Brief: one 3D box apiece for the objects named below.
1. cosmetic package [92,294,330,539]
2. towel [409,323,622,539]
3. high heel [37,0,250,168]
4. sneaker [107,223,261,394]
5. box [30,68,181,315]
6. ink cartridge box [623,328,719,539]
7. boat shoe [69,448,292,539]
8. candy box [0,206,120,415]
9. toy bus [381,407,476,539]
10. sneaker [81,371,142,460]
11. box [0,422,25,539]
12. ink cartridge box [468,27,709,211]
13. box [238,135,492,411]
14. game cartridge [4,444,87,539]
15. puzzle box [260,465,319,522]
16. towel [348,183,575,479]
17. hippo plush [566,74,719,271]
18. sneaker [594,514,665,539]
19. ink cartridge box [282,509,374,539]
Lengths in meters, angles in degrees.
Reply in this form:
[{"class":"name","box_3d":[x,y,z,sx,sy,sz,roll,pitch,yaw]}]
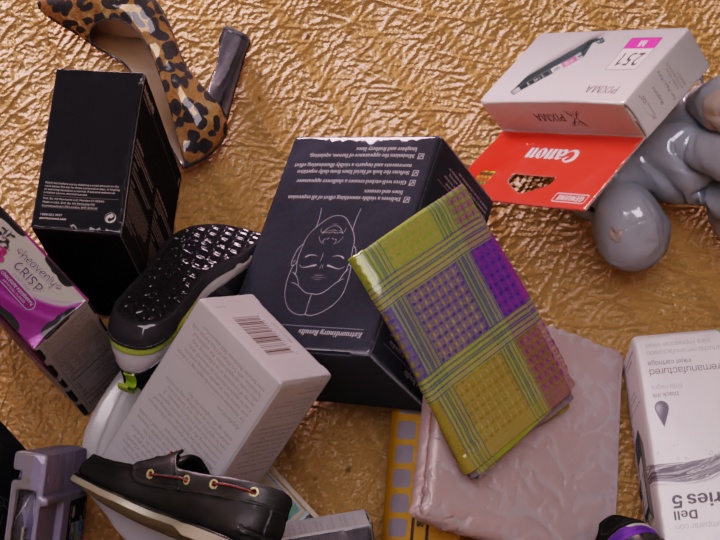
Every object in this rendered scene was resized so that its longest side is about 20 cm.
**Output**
[{"class":"cosmetic package","box_3d":[-0.121,0.127,1.353,0.101,0.071,0.200,45,114,24]},{"class":"towel","box_3d":[0.128,0.130,1.382,0.200,0.032,0.192,21,64,-32]},{"class":"high heel","box_3d":[-0.208,-0.174,1.547,0.199,0.071,0.143,15,64,-1]},{"class":"sneaker","box_3d":[-0.145,0.031,1.413,0.071,0.083,0.200,17,35,24]},{"class":"box","box_3d":[-0.206,-0.059,1.437,0.079,0.200,0.142,6,69,5]},{"class":"ink cartridge box","box_3d":[0.298,0.153,1.395,0.145,0.084,0.201,-5,70,0]},{"class":"boat shoe","box_3d":[-0.133,0.168,1.285,0.201,0.074,0.063,12,71,39]},{"class":"candy box","box_3d":[-0.264,0.028,1.407,0.061,0.200,0.136,-42,74,-12]},{"class":"toy bus","box_3d":[0.065,0.153,1.412,0.078,0.065,0.201,-2,68,19]},{"class":"sneaker","box_3d":[-0.151,0.101,1.445,0.088,0.075,0.200,35,73,9]},{"class":"box","box_3d":[-0.327,0.197,1.339,0.107,0.200,0.149,14,70,7]},{"class":"ink cartridge box","box_3d":[0.169,-0.130,1.456,0.174,0.200,0.044,-47,117,-19]},{"class":"box","box_3d":[0.000,0.000,1.421,0.148,0.107,0.201,3,63,34]},{"class":"game cartridge","box_3d":[-0.248,0.237,1.342,0.038,0.130,0.201,6,88,10]},{"class":"puzzle box","box_3d":[-0.112,0.260,1.406,0.200,0.025,0.133,-42,72,-12]},{"class":"towel","box_3d":[0.082,0.049,1.337,0.143,0.023,0.200,-34,97,-39]},{"class":"hippo plush","box_3d":[0.250,-0.090,1.450,0.160,0.159,0.201,-22,70,-6]},{"class":"sneaker","box_3d":[0.191,0.280,1.348,0.069,0.100,0.201,9,108,-25]},{"class":"ink cartridge box","box_3d":[-0.076,0.298,1.330,0.199,0.047,0.198,-10,100,-6]}]
